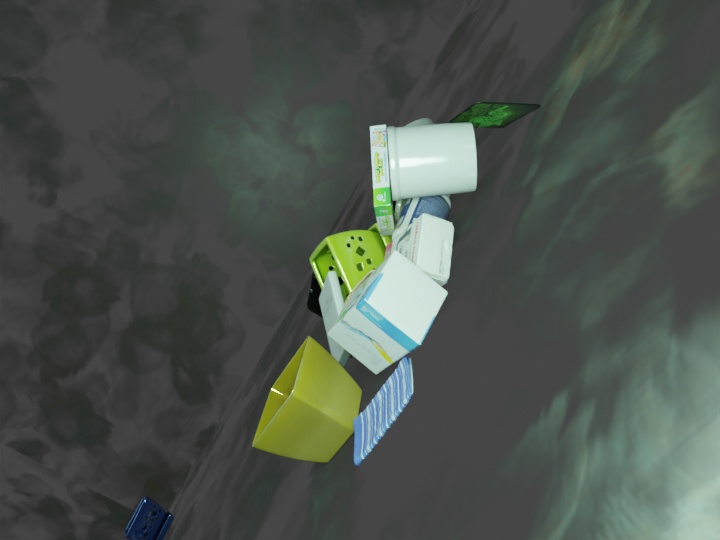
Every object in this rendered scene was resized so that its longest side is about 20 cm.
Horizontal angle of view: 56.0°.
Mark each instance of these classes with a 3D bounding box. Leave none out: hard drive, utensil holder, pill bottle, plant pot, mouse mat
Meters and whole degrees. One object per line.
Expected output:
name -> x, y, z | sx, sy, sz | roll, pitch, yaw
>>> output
hard drive -> -0.060, 0.123, 1.653 | 0.133, 0.026, 0.203 | 113, 148, -53
utensil holder -> 0.165, -0.257, 1.579 | 0.170, 0.196, 0.174 | -5, -90, -85
pill bottle -> 0.159, -0.138, 1.670 | 0.111, 0.110, 0.202 | -40, 22, 60
plant pot -> -0.107, 0.312, 1.535 | 0.201, 0.175, 0.201 | -54, 12, 29
mouse mat -> 0.294, -0.350, 1.536 | 0.200, 0.158, 0.008 | 172, 96, -76
plant pot -> -1.035, 1.245, 3.336 | 0.202, 0.178, 0.200 | -64, 11, -22
plant pot -> 0.000, 0.000, 1.757 | 0.179, 0.202, 0.200 | -23, -6, -23

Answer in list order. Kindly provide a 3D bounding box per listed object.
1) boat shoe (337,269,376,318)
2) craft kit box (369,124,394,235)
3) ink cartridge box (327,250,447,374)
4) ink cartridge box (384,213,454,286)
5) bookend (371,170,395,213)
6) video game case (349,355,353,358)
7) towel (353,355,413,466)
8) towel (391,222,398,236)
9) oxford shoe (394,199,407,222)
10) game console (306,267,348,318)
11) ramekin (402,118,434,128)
boat shoe -> -0.006, 0.075, 1.565 | 0.070, 0.073, 0.201 | 84, -151, -44
craft kit box -> 0.054, -0.210, 1.618 | 0.200, 0.047, 0.201 | 71, -167, -73
ink cartridge box -> 0.053, 0.092, 1.415 | 0.148, 0.145, 0.200 | -56, 6, -36
ink cartridge box -> 0.123, -0.016, 1.521 | 0.200, 0.083, 0.148 | 141, 142, -58
bookend -> 0.107, -0.258, 1.993 | 0.199, 0.198, 0.093 | -45, 17, 50
video game case -> 0.030, 0.144, 1.768 | 0.144, 0.019, 0.200 | -66, 11, -27
towel -> 0.042, 0.277, 1.350 | 0.201, 0.024, 0.145 | -56, 12, 20
towel -> 0.113, -0.098, 1.979 | 0.200, 0.036, 0.150 | -46, 18, 52
oxford shoe -> 0.129, -0.146, 1.769 | 0.200, 0.057, 0.077 | 49, -125, -66
game console -> -0.039, 0.061, 1.963 | 0.115, 0.198, 0.179 | -13, -58, -50
ramekin -> 0.162, -0.362, 2.076 | 0.198, 0.099, 0.201 | -30, -14, -8
